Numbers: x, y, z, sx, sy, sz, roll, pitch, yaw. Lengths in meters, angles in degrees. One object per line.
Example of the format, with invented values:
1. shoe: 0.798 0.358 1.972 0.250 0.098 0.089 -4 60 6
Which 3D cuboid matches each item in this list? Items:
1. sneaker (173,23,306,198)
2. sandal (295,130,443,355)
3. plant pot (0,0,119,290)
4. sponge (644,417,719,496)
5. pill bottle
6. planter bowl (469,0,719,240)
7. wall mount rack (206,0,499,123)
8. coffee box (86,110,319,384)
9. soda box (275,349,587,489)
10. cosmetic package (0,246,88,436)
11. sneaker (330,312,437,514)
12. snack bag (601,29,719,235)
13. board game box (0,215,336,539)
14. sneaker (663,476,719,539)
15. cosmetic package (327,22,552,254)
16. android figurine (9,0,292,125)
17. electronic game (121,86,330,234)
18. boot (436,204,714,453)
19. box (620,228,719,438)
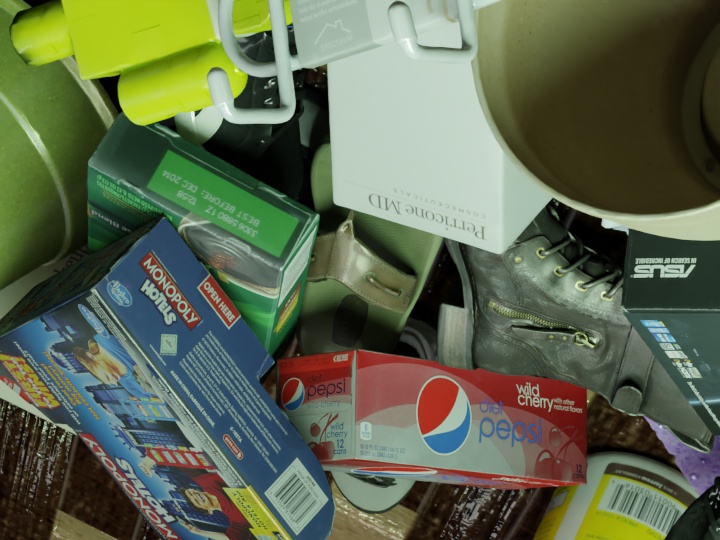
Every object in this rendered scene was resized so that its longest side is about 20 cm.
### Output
1. sneaker: -0.043 -0.113 1.345 0.112 0.073 0.200 4 128 33
2. sandal: 0.001 0.001 1.440 0.080 0.057 0.201 17 138 8
3. plant pot: -0.262 -0.041 1.478 0.200 0.190 0.200 32 147 24
4. sponge: 0.243 0.114 1.502 0.112 0.030 0.200 -6 132 40
5. pill bottle: 0.140 0.216 1.559 0.109 0.200 0.109 20 146 14
6. planter bowl: 0.168 -0.098 1.146 0.200 0.200 0.135 3 165 34
7. wall mount rack: -0.019 -0.164 1.161 0.200 0.174 0.075 -15 170 40
8. coffee box: -0.090 -0.007 1.421 0.123 0.044 0.200 29 159 4
9. soda box: 0.044 0.088 1.494 0.070 0.063 0.200 -9 167 44
10. cosmetic package: -0.184 0.035 1.646 0.200 0.103 0.087 24 145 4
11. sneaker: 0.002 0.101 1.618 0.074 0.079 0.200 20 147 10
12. snack bag: 0.206 -0.035 1.282 0.188 0.021 0.200 -4 124 28
13. board game box: -0.122 0.065 1.431 0.200 0.062 0.200 0 132 55
14. sneaker: 0.225 0.094 1.398 0.200 0.060 0.104 -36 132 16
15. cosmetic package: 0.041 -0.118 1.250 0.101 0.071 0.200 17 131 25
16. android figurine: -0.099 -0.168 1.285 0.200 0.041 0.182 -11 92 32
17. electronic game: -0.055 -0.038 1.504 0.200 0.042 0.200 14 138 13
18. boot: 0.135 0.004 1.395 0.174 0.069 0.200 15 135 12
19. box: 0.228 0.033 1.241 0.160 0.044 0.200 0 159 21
